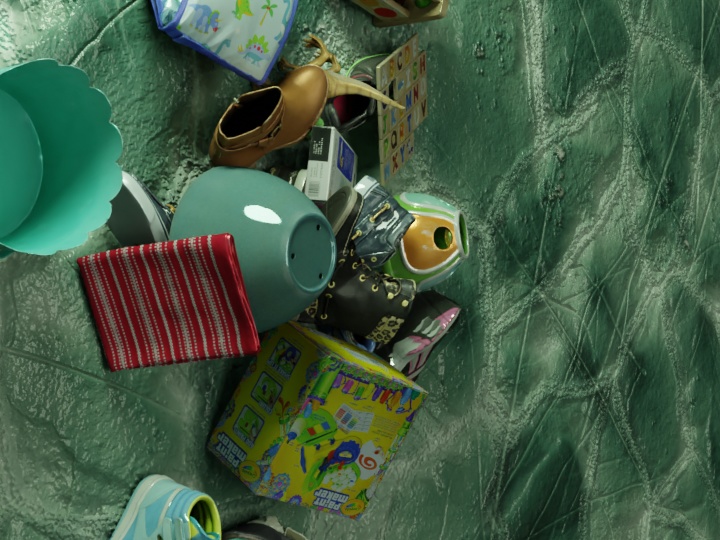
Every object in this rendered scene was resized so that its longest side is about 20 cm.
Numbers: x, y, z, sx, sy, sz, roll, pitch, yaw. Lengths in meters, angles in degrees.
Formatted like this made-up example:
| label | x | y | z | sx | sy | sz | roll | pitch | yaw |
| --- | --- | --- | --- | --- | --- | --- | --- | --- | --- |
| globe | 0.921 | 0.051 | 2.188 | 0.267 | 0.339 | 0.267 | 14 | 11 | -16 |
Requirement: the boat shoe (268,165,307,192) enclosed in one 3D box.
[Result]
| label | x | y | z | sx | sy | sz | roll | pitch | yaw |
| --- | --- | --- | --- | --- | --- | --- | --- | --- | --- |
| boat shoe | -0.117 | -0.041 | 1.777 | 0.072 | 0.060 | 0.204 | 70 | 37 | -67 |

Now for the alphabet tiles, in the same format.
| label | x | y | z | sx | sy | sz | roll | pitch | yaw |
| --- | --- | --- | --- | --- | --- | --- | --- | --- | --- |
| alphabet tiles | 0.060 | -0.231 | 1.949 | 0.200 | 0.007 | 0.169 | -50 | 141 | -57 |

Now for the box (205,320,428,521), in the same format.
| label | x | y | z | sx | sy | sz | roll | pitch | yaw |
| --- | --- | --- | --- | --- | --- | --- | --- | --- | --- |
| box | -0.053 | 0.189 | 1.762 | 0.199 | 0.122 | 0.194 | 25 | 96 | -46 |

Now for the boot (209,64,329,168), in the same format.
| label | x | y | z | sx | sy | sz | roll | pitch | yaw |
| --- | --- | --- | --- | --- | --- | --- | --- | --- | --- |
| boot | -0.108 | -0.200 | 1.690 | 0.199 | 0.155 | 0.077 | -40 | 82 | -14 |

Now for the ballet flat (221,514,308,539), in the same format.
| label | x | y | z | sx | sy | sz | roll | pitch | yaw |
| --- | --- | --- | --- | --- | --- | --- | --- | --- | --- |
| ballet flat | -0.109 | 0.358 | 1.800 | 0.199 | 0.073 | 0.074 | 35 | 65 | -36 |

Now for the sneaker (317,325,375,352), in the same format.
| label | x | y | z | sx | sy | sz | roll | pitch | yaw |
| --- | --- | --- | --- | --- | --- | --- | --- | --- | --- |
| sneaker | -0.015 | 0.029 | 1.880 | 0.075 | 0.078 | 0.203 | -20 | 106 | -47 |

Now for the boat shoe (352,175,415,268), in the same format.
| label | x | y | z | sx | sy | sz | roll | pitch | yaw |
| --- | --- | --- | --- | --- | --- | --- | --- | --- | --- |
| boat shoe | -0.018 | -0.019 | 1.809 | 0.201 | 0.091 | 0.071 | -52 | 173 | 2 |

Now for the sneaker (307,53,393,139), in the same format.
| label | x | y | z | sx | sy | sz | roll | pitch | yaw |
| --- | --- | --- | --- | --- | --- | --- | --- | --- | --- |
| sneaker | 0.001 | -0.231 | 1.886 | 0.200 | 0.083 | 0.077 | -43 | 122 | -39 |

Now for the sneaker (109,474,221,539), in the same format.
| label | x | y | z | sx | sy | sz | roll | pitch | yaw |
| --- | --- | --- | --- | --- | --- | --- | --- | --- | --- |
| sneaker | -0.232 | 0.336 | 1.605 | 0.079 | 0.129 | 0.202 | 38 | 64 | -43 |

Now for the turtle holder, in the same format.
| label | x | y | z | sx | sy | sz | roll | pitch | yaw |
| --- | --- | --- | --- | --- | --- | --- | --- | --- | --- |
| turtle holder | 0.085 | -0.033 | 1.933 | 0.186 | 0.130 | 0.143 | 55 | 29 | -62 |

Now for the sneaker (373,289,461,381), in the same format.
| label | x | y | z | sx | sy | sz | roll | pitch | yaw |
| --- | --- | --- | --- | --- | --- | --- | --- | --- | --- |
| sneaker | 0.064 | 0.111 | 1.942 | 0.200 | 0.081 | 0.086 | -42 | 149 | 10 |

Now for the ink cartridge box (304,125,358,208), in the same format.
| label | x | y | z | sx | sy | sz | roll | pitch | yaw |
| --- | --- | --- | --- | --- | --- | --- | --- | --- | --- |
| ink cartridge box | -0.036 | -0.124 | 1.845 | 0.200 | 0.037 | 0.096 | 30 | 65 | -77 |

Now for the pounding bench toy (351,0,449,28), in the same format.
| label | x | y | z | sx | sy | sz | roll | pitch | yaw |
| --- | --- | --- | --- | --- | --- | --- | --- | --- | --- |
| pounding bench toy | 0.071 | -0.417 | 1.874 | 0.155 | 0.198 | 0.126 | 24 | 73 | -45 |

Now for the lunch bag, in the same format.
| label | x | y | z | sx | sy | sz | roll | pitch | yaw |
| --- | --- | --- | --- | --- | --- | --- | --- | --- | --- |
| lunch bag | -0.163 | -0.343 | 1.668 | 0.169 | 0.126 | 0.203 | 24 | 64 | -46 |

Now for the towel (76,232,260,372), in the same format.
| label | x | y | z | sx | sy | sz | roll | pitch | yaw |
| --- | --- | --- | --- | --- | --- | --- | --- | --- | --- |
| towel | -0.215 | 0.039 | 1.572 | 0.022 | 0.197 | 0.146 | -49 | 128 | -65 |

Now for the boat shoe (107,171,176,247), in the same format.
| label | x | y | z | sx | sy | sz | roll | pitch | yaw |
| --- | --- | --- | --- | --- | --- | --- | --- | --- | --- |
| boat shoe | -0.231 | -0.052 | 1.638 | 0.091 | 0.070 | 0.202 | -56 | 133 | -38 |

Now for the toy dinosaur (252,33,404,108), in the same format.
| label | x | y | z | sx | sy | sz | roll | pitch | yaw |
| --- | --- | --- | --- | --- | --- | --- | --- | --- | --- |
| toy dinosaur | -0.044 | -0.246 | 1.818 | 0.061 | 0.197 | 0.108 | 101 | -10 | -63 |

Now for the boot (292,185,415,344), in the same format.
| label | x | y | z | sx | sy | sz | roll | pitch | yaw |
| --- | --- | --- | --- | --- | --- | --- | --- | --- | --- |
| boot | 0.000 | 0.000 | 1.748 | 0.149 | 0.073 | 0.201 | 20 | 116 | -16 |

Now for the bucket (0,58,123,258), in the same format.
| label | x | y | z | sx | sy | sz | roll | pitch | yaw |
| --- | --- | --- | --- | --- | --- | --- | --- | --- | --- |
| bucket | -0.361 | -0.113 | 1.443 | 0.206 | 0.134 | 0.210 | -2 | 93 | -47 |

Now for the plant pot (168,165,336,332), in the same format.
| label | x | y | z | sx | sy | sz | roll | pitch | yaw |
| --- | --- | --- | --- | --- | --- | --- | --- | --- | --- |
| plant pot | -0.106 | -0.021 | 1.621 | 0.199 | 0.133 | 0.203 | -4 | 94 | -53 |
